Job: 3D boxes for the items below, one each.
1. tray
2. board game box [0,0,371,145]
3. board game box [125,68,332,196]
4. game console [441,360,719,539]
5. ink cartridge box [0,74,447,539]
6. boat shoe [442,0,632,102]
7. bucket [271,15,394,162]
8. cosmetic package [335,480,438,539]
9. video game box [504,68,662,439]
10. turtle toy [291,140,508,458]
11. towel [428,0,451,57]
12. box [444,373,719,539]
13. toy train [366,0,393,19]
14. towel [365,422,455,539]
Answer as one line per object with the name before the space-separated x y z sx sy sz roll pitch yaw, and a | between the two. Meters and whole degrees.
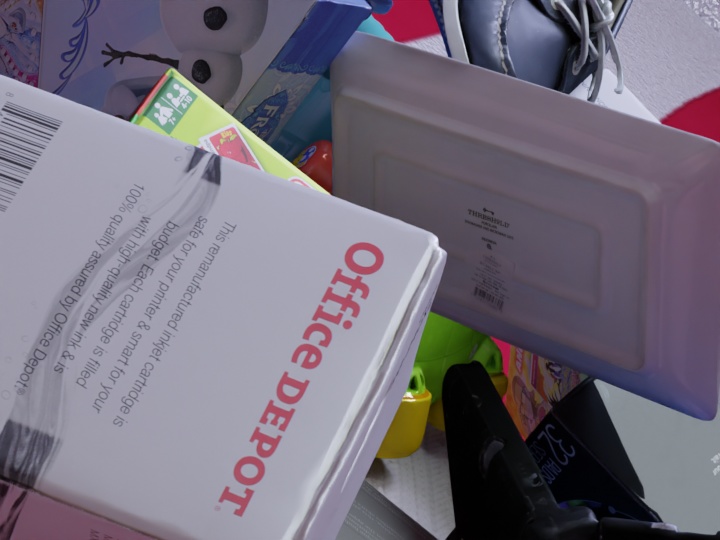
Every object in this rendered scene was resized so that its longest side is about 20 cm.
tray | 0.053 -0.018 1.077 0.022 0.108 0.200 -21 30 -39
board game box | -0.119 -0.097 1.172 0.200 0.199 0.043 50 25 25
board game box | -0.082 0.034 0.995 0.102 0.048 0.200 38 53 -6
game console | 0.113 0.144 1.068 0.176 0.116 0.200 -117 -164 -54
ink cartridge box | -0.092 0.029 0.891 0.200 0.083 0.145 21 51 8
boat shoe | 0.082 -0.107 1.247 0.200 0.062 0.075 -46 125 -70
bucket | -0.076 -0.083 1.355 0.207 0.135 0.207 38 16 -13
cosmetic package | -0.028 0.137 0.994 0.107 0.090 0.200 41 19 -5
video game box | 0.131 0.041 1.287 0.047 0.200 0.182 -18 45 -24
turtle toy | 0.000 0.000 1.241 0.101 0.146 0.200 18 13 27
towel | 0.040 -0.185 1.288 0.200 0.024 0.145 -80 155 -45
box | 0.153 0.128 1.137 0.200 0.149 0.124 47 56 10
toy train | -0.027 -0.170 1.303 0.114 0.087 0.200 36 17 3
towel | 0.024 0.098 1.267 0.132 0.035 0.200 27 19 -11
